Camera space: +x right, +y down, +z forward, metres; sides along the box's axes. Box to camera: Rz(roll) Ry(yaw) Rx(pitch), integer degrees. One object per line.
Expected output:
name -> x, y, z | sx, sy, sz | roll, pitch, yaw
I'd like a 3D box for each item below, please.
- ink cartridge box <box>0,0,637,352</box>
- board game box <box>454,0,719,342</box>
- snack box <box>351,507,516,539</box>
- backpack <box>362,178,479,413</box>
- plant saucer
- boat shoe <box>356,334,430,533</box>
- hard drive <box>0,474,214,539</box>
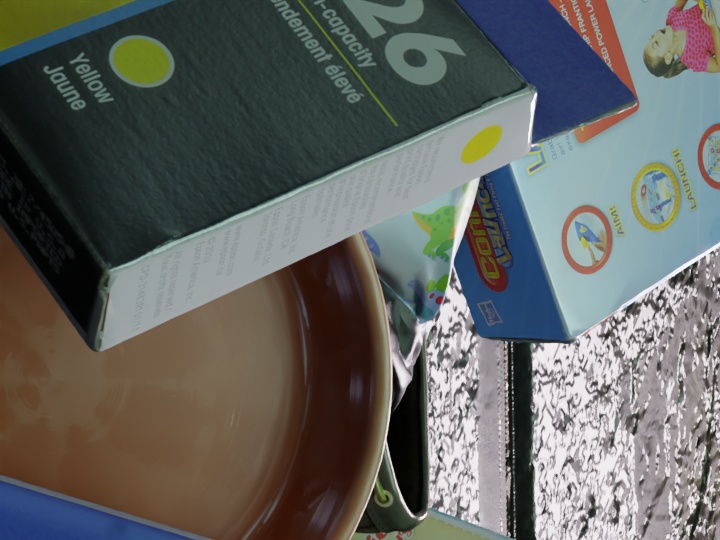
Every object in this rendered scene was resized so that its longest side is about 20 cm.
ink cartridge box -> -0.046, -0.095, 0.706 | 0.200, 0.198, 0.047 | -26, 155, -29
board game box -> 0.103, -0.102, 1.000 | 0.196, 0.056, 0.200 | -30, 108, -33
snack box -> 0.009, 0.184, 0.921 | 0.037, 0.116, 0.200 | 91, 23, -56
backpack -> -0.024, -0.071, 0.834 | 0.163, 0.154, 0.200 | 30, 52, -26
plant saucer -> -0.091, 0.032, 0.726 | 0.200, 0.032, 0.201 | -1, 95, -15
boat shoe -> 0.001, 0.000, 0.933 | 0.072, 0.060, 0.202 | -4, 97, -69
hard drive -> -0.109, 0.125, 0.690 | 0.200, 0.025, 0.132 | 19, 88, -15
